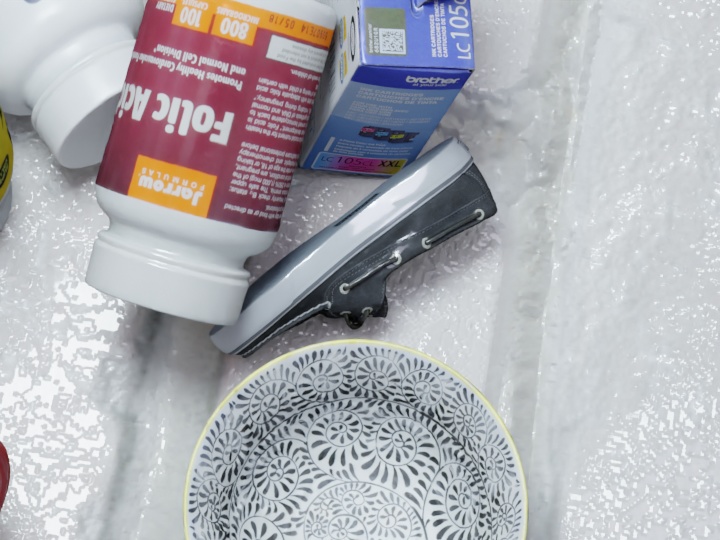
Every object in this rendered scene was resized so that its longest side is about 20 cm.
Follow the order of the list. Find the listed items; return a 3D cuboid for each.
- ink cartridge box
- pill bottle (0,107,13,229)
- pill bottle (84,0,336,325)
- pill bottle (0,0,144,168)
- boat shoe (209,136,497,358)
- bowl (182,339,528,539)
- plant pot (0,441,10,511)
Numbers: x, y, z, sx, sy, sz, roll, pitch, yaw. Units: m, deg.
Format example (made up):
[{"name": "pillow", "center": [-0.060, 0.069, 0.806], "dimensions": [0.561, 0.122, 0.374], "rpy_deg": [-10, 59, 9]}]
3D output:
[{"name": "ink cartridge box", "center": [0.015, -0.157, 1.446], "dimensions": [0.076, 0.200, 0.137], "rpy_deg": [2, 70, -12]}, {"name": "pill bottle", "center": [-0.270, -0.081, 1.419], "dimensions": [0.114, 0.200, 0.114], "rpy_deg": [0, 70, 0]}, {"name": "pill bottle", "center": [-0.094, -0.076, 1.408], "dimensions": [0.114, 0.114, 0.200], "rpy_deg": [16, 93, 5]}, {"name": "pill bottle", "center": [-0.208, -0.169, 1.495], "dimensions": [0.120, 0.120, 0.200], "rpy_deg": [-32, 74, -12]}, {"name": "boat shoe", "center": [0.000, 0.000, 1.468], "dimensions": [0.200, 0.070, 0.066], "rpy_deg": [-38, 99, -8]}, {"name": "bowl", "center": [-0.003, 0.151, 1.394], "dimensions": [0.200, 0.094, 0.201], "rpy_deg": [0, 69, 0]}, {"name": "plant pot", "center": [-0.330, 0.115, 1.353], "dimensions": [0.200, 0.200, 0.182], "rpy_deg": [-42, 68, -14]}]
